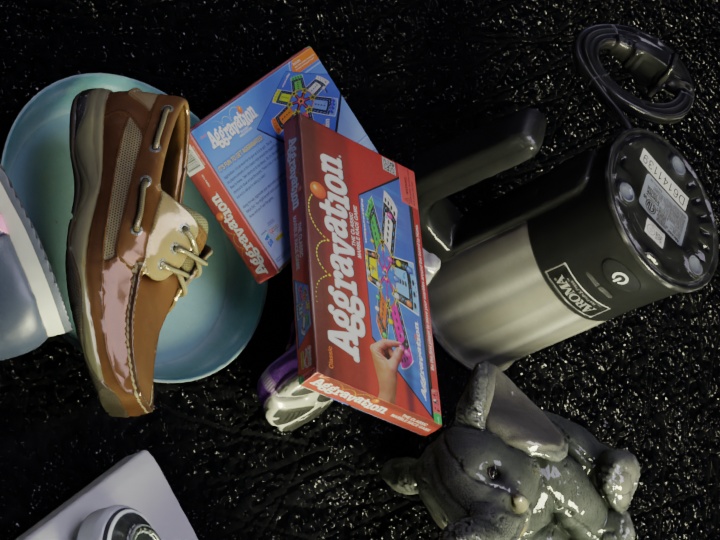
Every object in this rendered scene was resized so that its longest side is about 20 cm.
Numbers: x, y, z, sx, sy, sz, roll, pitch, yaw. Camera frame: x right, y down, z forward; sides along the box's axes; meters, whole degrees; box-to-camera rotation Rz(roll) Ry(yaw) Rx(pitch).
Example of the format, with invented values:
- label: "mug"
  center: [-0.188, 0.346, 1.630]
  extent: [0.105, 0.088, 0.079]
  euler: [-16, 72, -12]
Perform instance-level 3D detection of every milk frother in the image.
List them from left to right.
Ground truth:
- label: "milk frother"
  center: [0.145, -0.055, 1.283]
  extent: [0.181, 0.188, 0.200]
  euler: [56, 41, -9]

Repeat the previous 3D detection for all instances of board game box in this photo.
- label: "board game box"
  center: [-0.049, -0.075, 1.181]
  extent: [0.103, 0.019, 0.200]
  euler: [58, 29, -8]
- label: "board game box"
  center: [0.000, 0.000, 1.126]
  extent: [0.103, 0.019, 0.200]
  euler: [24, 45, -34]

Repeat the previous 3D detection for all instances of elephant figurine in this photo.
- label: "elephant figurine"
  center: [0.085, 0.131, 1.159]
  extent: [0.200, 0.155, 0.142]
  euler: [28, 74, -44]

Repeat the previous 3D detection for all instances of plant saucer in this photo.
- label: "plant saucer"
  center: [-0.141, -0.024, 1.096]
  extent: [0.200, 0.027, 0.201]
  euler: [23, 55, -36]

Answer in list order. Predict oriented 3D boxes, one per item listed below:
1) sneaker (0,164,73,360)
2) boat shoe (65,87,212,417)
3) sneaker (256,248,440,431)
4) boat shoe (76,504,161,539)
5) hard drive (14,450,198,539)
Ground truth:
- label: "sneaker"
  center: [-0.233, -0.038, 0.983]
  extent: [0.082, 0.070, 0.200]
  euler: [-26, 70, -10]
- label: "boat shoe"
  center: [-0.123, -0.018, 1.016]
  extent: [0.076, 0.074, 0.200]
  euler: [75, 9, -67]
- label: "sneaker"
  center: [-0.023, 0.030, 1.171]
  extent: [0.083, 0.081, 0.200]
  euler: [40, 37, -1]
- label: "boat shoe"
  center: [-0.088, 0.212, 0.927]
  extent: [0.074, 0.068, 0.200]
  euler: [5, 64, -57]
- label: "hard drive"
  center: [-0.141, 0.193, 0.952]
  extent: [0.132, 0.026, 0.200]
  euler: [62, 29, -5]
